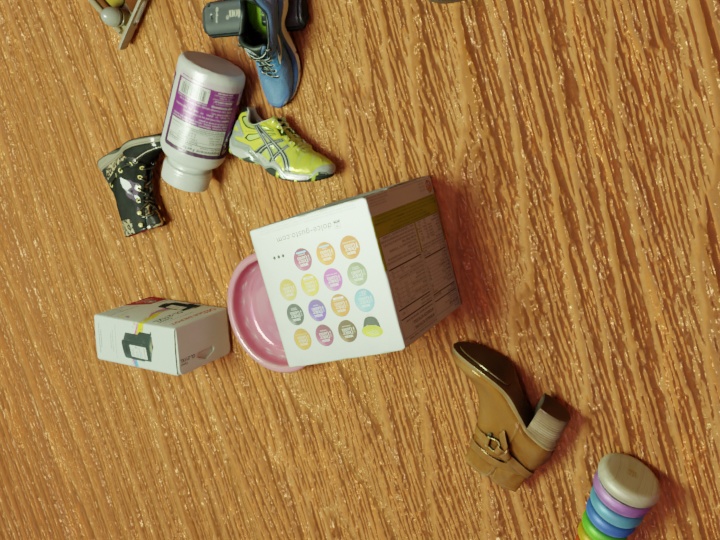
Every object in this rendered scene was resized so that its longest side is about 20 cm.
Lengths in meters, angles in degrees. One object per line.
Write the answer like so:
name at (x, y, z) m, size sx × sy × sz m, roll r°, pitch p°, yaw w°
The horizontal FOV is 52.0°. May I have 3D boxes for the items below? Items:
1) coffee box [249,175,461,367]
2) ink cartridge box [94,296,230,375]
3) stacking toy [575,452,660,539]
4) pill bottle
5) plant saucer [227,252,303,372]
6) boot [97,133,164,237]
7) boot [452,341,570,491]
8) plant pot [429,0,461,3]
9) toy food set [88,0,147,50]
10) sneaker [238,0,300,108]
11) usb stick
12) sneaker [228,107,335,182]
coffee box at (0.000, 0.000, 1.041) m, size 0.195 × 0.199 × 0.203 m, roll -12°, pitch 98°, yaw 32°
ink cartridge box at (-0.349, 0.112, 1.313) m, size 0.195 × 0.145 × 0.086 m, roll 5°, pitch 104°, yaw 29°
stacking toy at (0.334, 0.352, 1.013) m, size 0.084 × 0.085 × 0.205 m, roll 27°, pitch 122°, yaw 22°
pill bottle at (-0.260, -0.236, 1.189) m, size 0.111 × 0.112 × 0.204 m, roll 31°, pitch 117°, yaw 20°
plant saucer at (-0.132, 0.065, 1.226) m, size 0.196 × 0.051 × 0.207 m, roll 9°, pitch 108°, yaw 29°
boot at (-0.383, -0.151, 1.307) m, size 0.196 × 0.073 × 0.155 m, roll -14°, pitch 94°, yaw 37°
boot at (0.189, 0.211, 1.067) m, size 0.197 × 0.077 × 0.158 m, roll 33°, pitch 121°, yaw 11°
plant pot at (0.099, -0.459, 0.887) m, size 0.201 × 0.197 × 0.177 m, roll -50°, pitch 60°, yaw 30°
toy food set at (-0.437, -0.499, 1.256) m, size 0.200 × 0.060 × 0.144 m, roll 46°, pitch 121°, yaw 12°
sneaker at (-0.145, -0.328, 1.084) m, size 0.077 × 0.090 × 0.204 m, roll 13°, pitch 136°, yaw 23°
usb stick at (-0.164, -0.393, 1.136) m, size 0.195 × 0.032 × 0.057 m, roll 6°, pitch 107°, yaw 30°
sneaker at (-0.124, -0.193, 1.140) m, size 0.196 × 0.075 × 0.078 m, roll 23°, pitch 114°, yaw 22°
